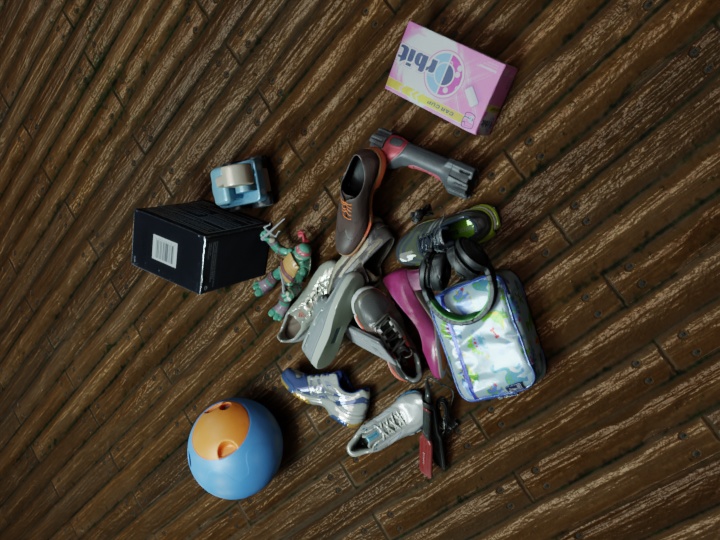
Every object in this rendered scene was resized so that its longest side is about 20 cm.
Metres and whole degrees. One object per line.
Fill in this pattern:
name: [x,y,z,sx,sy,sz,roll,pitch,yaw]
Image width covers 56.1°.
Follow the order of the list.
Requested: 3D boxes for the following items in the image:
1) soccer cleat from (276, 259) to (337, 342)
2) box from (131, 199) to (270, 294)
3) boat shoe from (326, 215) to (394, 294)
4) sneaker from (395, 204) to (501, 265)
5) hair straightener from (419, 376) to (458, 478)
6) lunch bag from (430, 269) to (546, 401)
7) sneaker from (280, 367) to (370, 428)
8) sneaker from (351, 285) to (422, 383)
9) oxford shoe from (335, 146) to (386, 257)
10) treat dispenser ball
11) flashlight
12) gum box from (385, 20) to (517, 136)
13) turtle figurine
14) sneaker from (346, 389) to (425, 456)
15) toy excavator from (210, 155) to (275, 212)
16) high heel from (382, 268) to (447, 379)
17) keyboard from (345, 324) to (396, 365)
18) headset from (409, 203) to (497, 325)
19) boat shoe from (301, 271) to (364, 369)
soccer cleat: [-0.096,0.068,1.323,0.069,0.077,0.202,42,117,19]
box: [-0.320,-0.053,1.372,0.197,0.197,0.126,20,111,28]
boat shoe: [0.000,0.000,1.246,0.073,0.074,0.203,41,119,33]
sneaker: [0.136,-0.059,1.151,0.198,0.080,0.075,-25,85,33]
hair straightener: [0.139,0.275,1.219,0.041,0.076,0.204,24,127,51]
lunch bag: [0.211,0.113,1.137,0.159,0.082,0.204,-19,87,36]
sneaker: [-0.065,0.229,1.346,0.197,0.075,0.090,24,99,20]
sneaker: [0.059,0.115,1.200,0.077,0.082,0.202,-37,105,-7]
oxford shoe: [-0.017,-0.116,1.172,0.070,0.072,0.204,25,114,26]
treat dispenser ball: [-0.259,0.369,1.407,0.197,0.200,0.206,6,102,31]
flashlight: [0.106,-0.180,1.163,0.198,0.067,0.069,28,108,21]
gum box: [0.141,-0.317,1.109,0.198,0.066,0.115,33,113,24]
turtle figurine: [-0.145,0.001,1.329,0.201,0.099,0.152,-58,45,43]
sneaker: [0.050,0.299,1.268,0.200,0.086,0.076,-44,74,29]
toy excavator: [-0.240,-0.167,1.299,0.191,0.199,0.102,-7,96,33]
high heel: [0.098,0.096,1.207,0.094,0.067,0.204,-12,88,25]
keyboard: [0.008,0.130,1.230,0.057,0.011,0.199,58,164,-18]
headset: [0.138,-0.007,1.068,0.122,0.094,0.203,-20,94,30]
boat shoe: [-0.059,0.081,1.235,0.071,0.069,0.204,36,114,30]
